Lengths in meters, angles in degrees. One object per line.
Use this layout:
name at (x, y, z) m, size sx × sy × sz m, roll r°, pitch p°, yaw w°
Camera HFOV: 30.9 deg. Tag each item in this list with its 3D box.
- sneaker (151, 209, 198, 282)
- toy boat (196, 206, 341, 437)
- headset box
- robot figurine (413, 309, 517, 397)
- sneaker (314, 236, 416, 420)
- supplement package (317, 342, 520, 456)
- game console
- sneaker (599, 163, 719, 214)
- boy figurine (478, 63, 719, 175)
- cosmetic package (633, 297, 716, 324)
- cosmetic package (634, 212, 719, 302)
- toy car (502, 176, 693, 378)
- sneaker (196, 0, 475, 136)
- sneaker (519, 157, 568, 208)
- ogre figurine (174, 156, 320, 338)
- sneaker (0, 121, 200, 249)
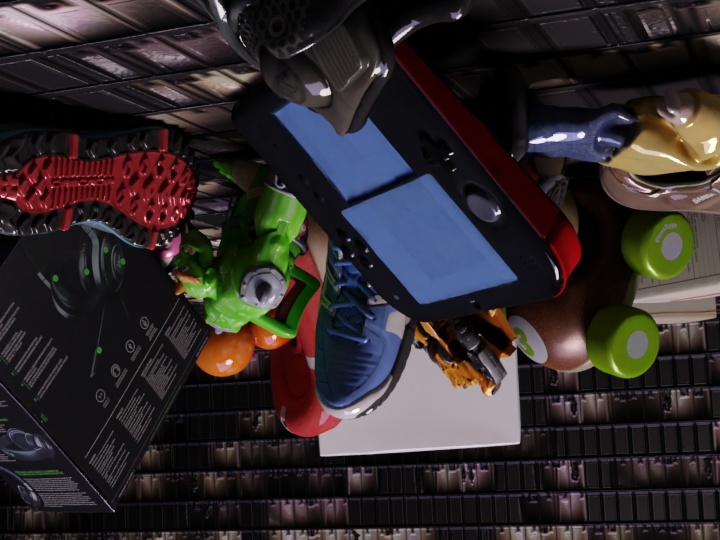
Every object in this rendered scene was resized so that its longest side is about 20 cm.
sneaker at (-0.166, -0.027, 1.085) m, size 0.087 × 0.075 × 0.200 m, roll 1°, pitch 177°, yaw -24°
toy boat at (-0.076, 0.045, 1.058) m, size 0.130 × 0.202 × 0.130 m, roll -25°, pitch -161°, yaw -19°
headset box at (-0.223, 0.043, 0.934) m, size 0.092 × 0.175 × 0.201 m, roll -7°, pitch 132°, yaw 33°
robot figurine at (0.048, 0.014, 1.026) m, size 0.058 × 0.200 × 0.145 m, roll -42°, pitch -178°, yaw -12°
sneaker at (0.000, 0.000, 0.888) m, size 0.075 × 0.202 × 0.077 m, roll 5°, pitch 166°, yaw 28°
supplement package at (0.048, 0.085, 1.265) m, size 0.189 × 0.149 × 0.200 m, roll -3°, pitch -176°, yaw 0°
game console at (0.018, -0.046, 0.717) m, size 0.177 × 0.031 × 0.200 m, roll 45°, pitch 157°, yaw -13°
sneaker at (0.264, -0.070, 0.887) m, size 0.198 × 0.071 × 0.076 m, roll -4°, pitch 172°, yaw 9°
boy figurine at (0.172, -0.086, 0.746) m, size 0.198 × 0.065 × 0.124 m, roll -3°, pitch 176°, yaw -5°
cosmetic package at (0.378, 0.037, 1.801) m, size 0.198 × 0.074 × 0.103 m, roll -2°, pitch 173°, yaw -15°
cosmetic package at (0.299, -0.033, 1.077) m, size 0.086 × 0.104 × 0.200 m, roll -2°, pitch 175°, yaw -22°
toy car at (0.124, -0.018, 1.016) m, size 0.199 × 0.159 × 0.164 m, roll 21°, pitch 178°, yaw -32°
sneaker at (-0.051, -0.098, 0.368) m, size 0.197 × 0.115 × 0.076 m, roll -1°, pitch 172°, yaw 3°
sneaker at (0.082, -0.043, 0.829) m, size 0.084 × 0.078 × 0.200 m, roll 16°, pitch -162°, yaw 3°
ogre figurine at (-0.068, -0.023, 0.896) m, size 0.098 × 0.121 × 0.199 m, roll 25°, pitch 162°, yaw -32°
sneaker at (-0.186, -0.067, 0.831) m, size 0.095 × 0.080 × 0.199 m, roll 20°, pitch -172°, yaw 33°
